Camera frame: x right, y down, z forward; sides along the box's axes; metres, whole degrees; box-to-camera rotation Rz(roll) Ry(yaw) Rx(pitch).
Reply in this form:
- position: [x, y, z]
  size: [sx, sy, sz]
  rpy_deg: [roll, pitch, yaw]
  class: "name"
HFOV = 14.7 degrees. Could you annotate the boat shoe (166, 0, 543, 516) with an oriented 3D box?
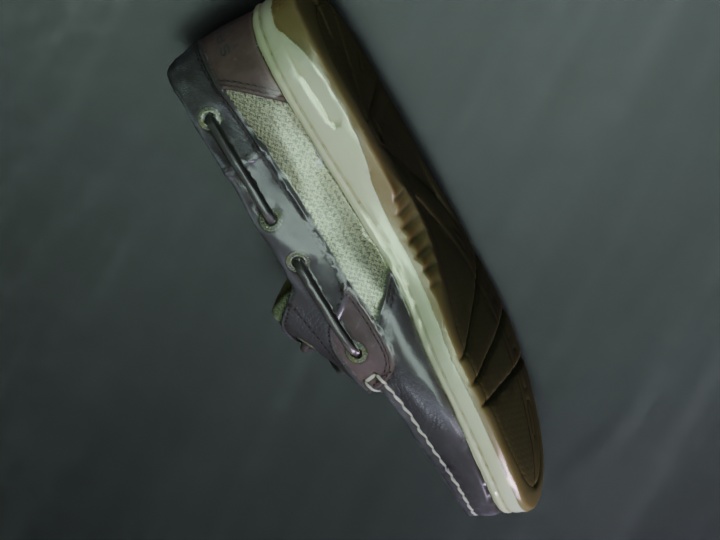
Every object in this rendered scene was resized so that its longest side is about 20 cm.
- position: [0.000, 0.000, 0.957]
  size: [0.066, 0.072, 0.201]
  rpy_deg: [-21, 107, 18]
  class: "boat shoe"
